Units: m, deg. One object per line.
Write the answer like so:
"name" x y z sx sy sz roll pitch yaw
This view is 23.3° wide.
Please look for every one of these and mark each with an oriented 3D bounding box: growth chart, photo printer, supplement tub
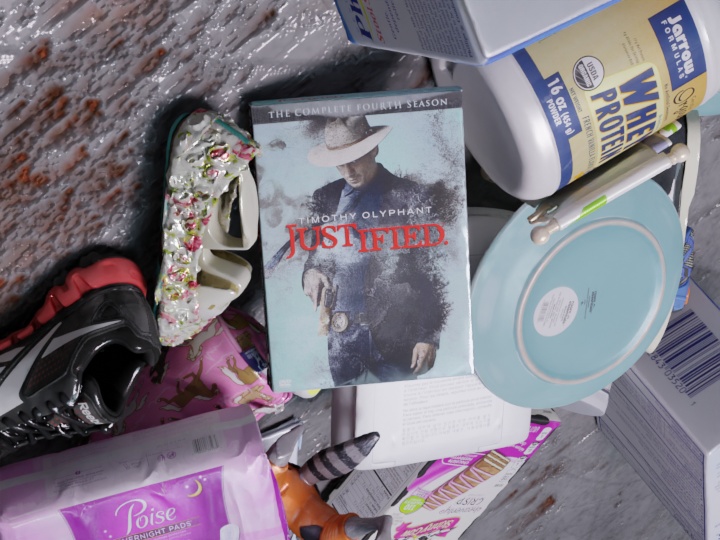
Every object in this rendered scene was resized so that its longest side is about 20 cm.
"growth chart" 0.162 -0.083 1.258 0.144 0.200 0.018 -28 109 -1
"photo printer" 0.058 0.047 1.340 0.165 0.070 0.202 -9 120 -18
"supplement tub" 0.161 -0.154 1.192 0.199 0.145 0.145 -31 143 -10

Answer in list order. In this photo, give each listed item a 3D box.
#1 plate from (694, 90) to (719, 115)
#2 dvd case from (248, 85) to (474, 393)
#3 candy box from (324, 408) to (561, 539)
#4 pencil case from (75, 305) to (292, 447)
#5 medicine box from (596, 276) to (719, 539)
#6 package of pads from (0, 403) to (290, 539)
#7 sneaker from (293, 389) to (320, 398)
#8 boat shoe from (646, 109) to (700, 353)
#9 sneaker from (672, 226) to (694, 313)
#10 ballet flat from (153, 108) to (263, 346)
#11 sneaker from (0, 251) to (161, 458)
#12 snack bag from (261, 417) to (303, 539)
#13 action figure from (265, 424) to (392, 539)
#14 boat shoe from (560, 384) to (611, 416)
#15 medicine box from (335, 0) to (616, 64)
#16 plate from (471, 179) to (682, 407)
"plate" 0.324 -0.200 1.384 0.199 0.026 0.201 -23 142 -19
"dvd case" 0.002 -0.020 1.181 0.144 0.022 0.202 -4 104 -5
"candy box" 0.064 0.177 1.523 0.136 0.061 0.200 10 126 -48
"pencil case" -0.138 0.118 1.271 0.200 0.087 0.083 -44 127 11
"medicine box" 0.301 0.129 1.582 0.102 0.182 0.201 -30 143 -10
"package of pads" -0.153 0.174 1.204 0.198 0.076 0.121 -15 121 -6
"sneaker" 0.000 0.000 1.223 0.075 0.076 0.202 6 108 -66
"boat shoe" 0.228 -0.033 1.402 0.067 0.072 0.202 4 107 -1
"sneaker" 0.208 -0.008 1.465 0.199 0.075 0.079 -7 121 -43
"ballet flat" -0.102 -0.017 1.167 0.076 0.063 0.201 -59 165 -45
"sneaker" -0.212 0.081 1.163 0.200 0.098 0.071 -40 146 4
"snack bag" -0.132 0.221 1.444 0.199 0.021 0.190 -21 140 -23
"action figure" -0.037 0.192 1.356 0.199 0.193 0.105 35 64 -17
"boat shoe" 0.147 0.061 1.476 0.199 0.072 0.066 28 72 -33
"medicine box" 0.087 -0.207 1.001 0.181 0.200 0.104 -27 109 -15
"plate" 0.169 0.020 1.316 0.199 0.026 0.202 -15 123 -25
